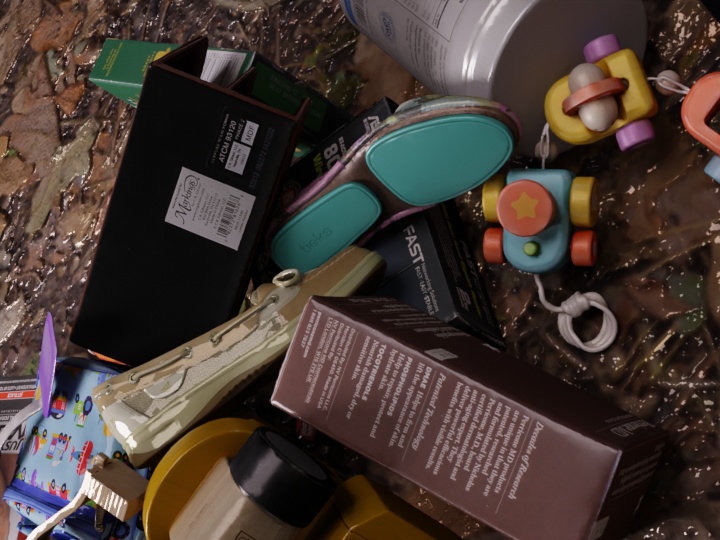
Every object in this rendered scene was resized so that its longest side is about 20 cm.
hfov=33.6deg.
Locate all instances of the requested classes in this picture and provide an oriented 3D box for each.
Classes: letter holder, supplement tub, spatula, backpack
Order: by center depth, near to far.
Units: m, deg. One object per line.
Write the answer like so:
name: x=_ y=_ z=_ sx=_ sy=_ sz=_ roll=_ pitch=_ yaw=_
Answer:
supplement tub: x=0.081 y=-0.178 z=0.802 sx=0.132 sy=0.132 sz=0.200 roll=-51 pitch=47 yaw=9
letter holder: x=-0.109 y=-0.045 z=0.827 sx=0.142 sy=0.100 sz=0.201 roll=-72 pitch=2 yaw=-69
spatula: x=-0.244 y=0.116 z=0.834 sx=0.201 sy=0.020 sz=0.057 roll=-58 pitch=34 yaw=24
backpack: x=-0.171 y=0.172 z=0.844 sx=0.182 sy=0.134 sz=0.202 roll=10 pitch=83 yaw=55

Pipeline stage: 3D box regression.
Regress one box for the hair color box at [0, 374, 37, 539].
hair color box: x=-0.282 y=0.190 z=0.989 sx=0.101 sy=0.061 sz=0.202 roll=-8 pitch=65 yaw=38

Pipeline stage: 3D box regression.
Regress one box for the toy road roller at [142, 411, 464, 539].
toy road roller: x=-0.037 y=0.166 z=0.720 sx=0.123 sy=0.199 sz=0.146 roll=-53 pitch=21 yaw=3

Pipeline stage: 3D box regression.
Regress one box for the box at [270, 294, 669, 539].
box: x=0.060 y=0.083 z=0.671 sx=0.199 sy=0.100 sz=0.075 roll=27 pitch=101 yaw=26

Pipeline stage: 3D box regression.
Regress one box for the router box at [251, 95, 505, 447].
router box: x=0.000 y=0.000 z=0.834 sx=0.149 sy=0.062 sz=0.201 roll=-34 pitch=51 yaw=23

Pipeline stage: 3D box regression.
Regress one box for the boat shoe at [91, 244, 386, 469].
boat shoe: x=-0.074 y=0.041 z=0.744 sx=0.200 sy=0.073 sz=0.063 roll=-38 pitch=79 yaw=0

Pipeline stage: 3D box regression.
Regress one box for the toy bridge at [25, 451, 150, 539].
toy bridge: x=-0.184 y=0.193 z=0.752 sx=0.067 sy=0.027 sz=0.201 roll=29 pitch=117 yaw=17

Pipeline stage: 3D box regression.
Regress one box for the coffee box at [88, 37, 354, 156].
coffee box: x=-0.115 y=-0.139 z=0.959 sx=0.199 sy=0.123 sz=0.044 roll=14 pitch=80 yaw=45

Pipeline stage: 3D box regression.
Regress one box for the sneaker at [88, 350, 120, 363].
sneaker: x=-0.163 y=-0.015 z=0.993 sx=0.077 sy=0.073 sz=0.201 roll=16 pitch=84 yaw=21

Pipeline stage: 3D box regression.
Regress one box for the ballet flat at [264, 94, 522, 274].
ballet flat: x=0.018 y=-0.065 z=0.759 sx=0.199 sy=0.069 sz=0.071 roll=-32 pitch=26 yaw=33

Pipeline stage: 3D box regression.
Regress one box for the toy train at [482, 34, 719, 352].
toy train: x=0.156 y=-0.054 z=0.699 sx=0.150 sy=0.056 sz=0.200 roll=45 pitch=105 yaw=18

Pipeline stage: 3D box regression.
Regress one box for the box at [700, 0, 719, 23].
box: x=0.298 y=-0.236 z=0.661 sx=0.182 sy=0.104 sz=0.201 roll=23 pitch=86 yaw=43
